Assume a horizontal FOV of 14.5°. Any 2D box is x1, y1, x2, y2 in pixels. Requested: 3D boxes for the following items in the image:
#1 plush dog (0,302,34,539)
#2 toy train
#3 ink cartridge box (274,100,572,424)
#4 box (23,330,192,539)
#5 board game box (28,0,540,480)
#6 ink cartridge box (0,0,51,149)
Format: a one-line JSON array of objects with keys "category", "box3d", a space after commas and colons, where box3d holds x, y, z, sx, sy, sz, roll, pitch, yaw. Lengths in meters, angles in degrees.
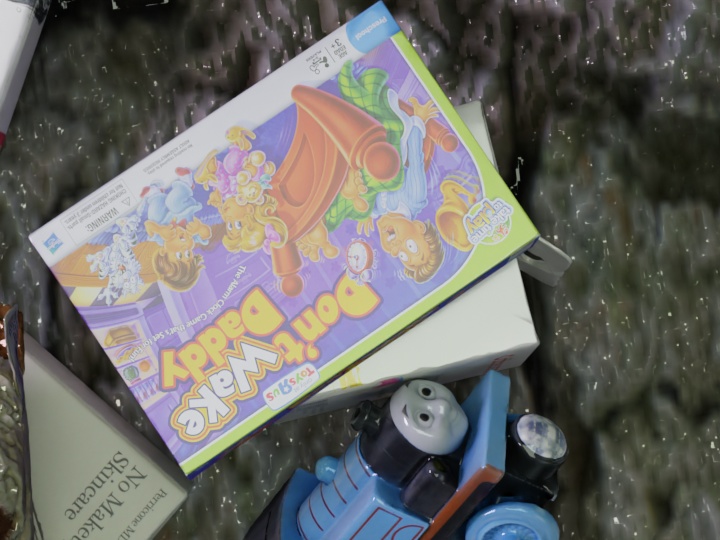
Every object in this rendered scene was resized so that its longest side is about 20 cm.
[{"category": "plush dog", "box3d": [-0.243, 0.091, 1.333, 0.171, 0.200, 0.161, -3, 64, -5]}, {"category": "toy train", "box3d": [0.019, 0.128, 1.397, 0.114, 0.087, 0.200, 24, 131, -17]}, {"category": "ink cartridge box", "box3d": [0.000, 0.000, 1.411, 0.199, 0.129, 0.126, -14, 85, -4]}, {"category": "box", "box3d": [-0.184, 0.074, 1.434, 0.200, 0.068, 0.082, 40, 89, -2]}, {"category": "board game box", "box3d": [-0.035, -0.014, 1.324, 0.200, 0.045, 0.135, -34, 85, -5]}, {"category": "ink cartridge box", "box3d": [-0.231, -0.146, 1.424, 0.144, 0.084, 0.201, 19, 89, -2]}]
